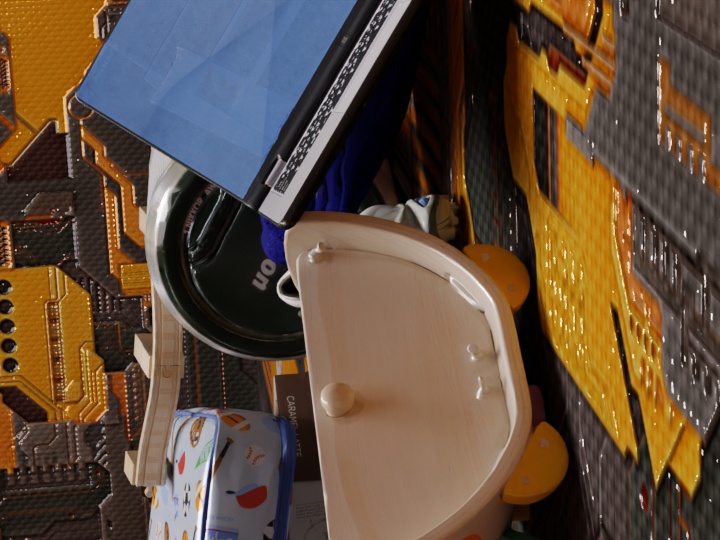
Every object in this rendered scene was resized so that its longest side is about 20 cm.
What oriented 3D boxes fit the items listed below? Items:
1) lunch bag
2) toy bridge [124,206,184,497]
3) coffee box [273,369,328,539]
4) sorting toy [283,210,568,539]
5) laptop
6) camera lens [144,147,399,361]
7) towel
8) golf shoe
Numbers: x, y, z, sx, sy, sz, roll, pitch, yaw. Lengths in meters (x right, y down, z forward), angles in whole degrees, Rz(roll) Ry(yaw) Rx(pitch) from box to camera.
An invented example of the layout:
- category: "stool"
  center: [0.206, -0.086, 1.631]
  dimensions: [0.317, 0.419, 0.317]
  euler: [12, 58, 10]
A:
- category: "lunch bag"
  center: [-0.100, 0.178, 1.538]
  dimensions: [0.200, 0.075, 0.162]
  euler: [164, 110, -74]
- category: "toy bridge"
  center: [-0.140, 0.060, 1.515]
  dimensions: [0.067, 0.027, 0.202]
  euler: [-141, 54, -70]
- category: "coffee box"
  center: [-0.021, 0.184, 1.616]
  dimensions: [0.115, 0.079, 0.201]
  euler: [-102, 10, -49]
- category: "sorting toy"
  center: [0.034, 0.100, 0.988]
  dimensions: [0.181, 0.106, 0.201]
  euler: [82, 180, -49]
- category: "laptop"
  center: [-0.041, -0.132, 1.032]
  dimensions: [0.188, 0.115, 0.200]
  euler: [-60, 8, 0]
- category: "camera lens"
  center: [-0.057, -0.046, 1.403]
  dimensions: [0.200, 0.158, 0.161]
  euler: [-99, 7, -68]
- category: "towel"
  center: [-0.001, -0.091, 1.201]
  dimensions: [0.148, 0.049, 0.200]
  euler: [-56, -8, -20]
- category: "golf shoe"
  center: [0.000, 0.000, 1.220]
  dimensions: [0.200, 0.096, 0.079]
  euler: [106, 157, -78]
